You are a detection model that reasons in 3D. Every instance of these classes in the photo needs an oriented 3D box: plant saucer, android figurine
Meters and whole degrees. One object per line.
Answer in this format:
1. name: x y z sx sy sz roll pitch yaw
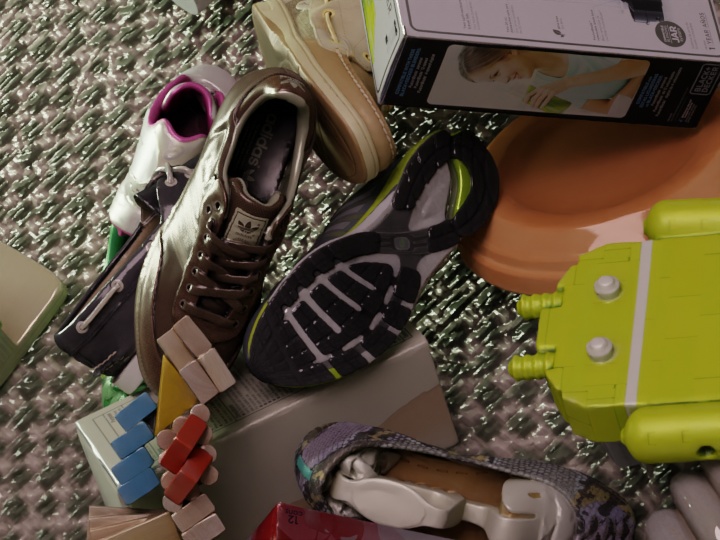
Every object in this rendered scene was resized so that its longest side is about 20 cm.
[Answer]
1. plant saucer: 0.147 -0.058 1.644 0.199 0.038 0.200 -16 32 10
2. android figurine: 0.179 0.033 1.496 0.199 0.041 0.183 -2 47 17

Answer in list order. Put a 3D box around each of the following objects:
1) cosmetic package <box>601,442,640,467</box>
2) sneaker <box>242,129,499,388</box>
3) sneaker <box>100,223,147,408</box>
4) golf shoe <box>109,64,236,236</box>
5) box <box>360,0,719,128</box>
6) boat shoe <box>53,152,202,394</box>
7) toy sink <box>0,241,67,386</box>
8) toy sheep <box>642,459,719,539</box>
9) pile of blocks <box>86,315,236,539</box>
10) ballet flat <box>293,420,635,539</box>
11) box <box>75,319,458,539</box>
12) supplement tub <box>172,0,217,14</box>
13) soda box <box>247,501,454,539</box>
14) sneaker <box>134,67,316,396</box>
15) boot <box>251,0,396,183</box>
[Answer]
1. cosmetic package: 0.228 0.038 1.580 0.199 0.074 0.102 -15 56 14
2. sneaker: 0.000 0.000 1.602 0.200 0.074 0.081 -44 11 -30
3. sneaker: -0.137 0.051 1.706 0.074 0.084 0.201 -15 57 12
4. golf shoe: -0.101 -0.090 1.738 0.075 0.092 0.200 17 31 -3
5. box: 0.103 -0.150 1.602 0.199 0.060 0.117 3 51 -17
6. boat shoe: -0.109 -0.027 1.622 0.060 0.074 0.201 32 85 -11
7. toy sink: -0.306 0.038 1.762 0.130 0.112 0.200 28 74 32
8. toy sheep: 0.214 0.151 1.476 0.200 0.138 0.138 -35 54 2
9. pile of blocks: -0.109 0.124 1.503 0.082 0.062 0.201 1 86 -4
10. ballet flat: 0.059 0.136 1.543 0.199 0.072 0.072 14 62 -4
11. box: -0.055 0.095 1.608 0.199 0.078 0.095 -25 30 -11
12. supplement tub: -0.077 -0.282 1.846 0.200 0.145 0.144 -43 55 -8
13. soda box: 0.034 0.186 1.502 0.199 0.070 0.064 13 59 -16
14. sneaker: -0.078 -0.021 1.553 0.070 0.076 0.201 17 88 -10
15. boot: 0.030 -0.130 1.652 0.155 0.073 0.200 -18 28 -8
